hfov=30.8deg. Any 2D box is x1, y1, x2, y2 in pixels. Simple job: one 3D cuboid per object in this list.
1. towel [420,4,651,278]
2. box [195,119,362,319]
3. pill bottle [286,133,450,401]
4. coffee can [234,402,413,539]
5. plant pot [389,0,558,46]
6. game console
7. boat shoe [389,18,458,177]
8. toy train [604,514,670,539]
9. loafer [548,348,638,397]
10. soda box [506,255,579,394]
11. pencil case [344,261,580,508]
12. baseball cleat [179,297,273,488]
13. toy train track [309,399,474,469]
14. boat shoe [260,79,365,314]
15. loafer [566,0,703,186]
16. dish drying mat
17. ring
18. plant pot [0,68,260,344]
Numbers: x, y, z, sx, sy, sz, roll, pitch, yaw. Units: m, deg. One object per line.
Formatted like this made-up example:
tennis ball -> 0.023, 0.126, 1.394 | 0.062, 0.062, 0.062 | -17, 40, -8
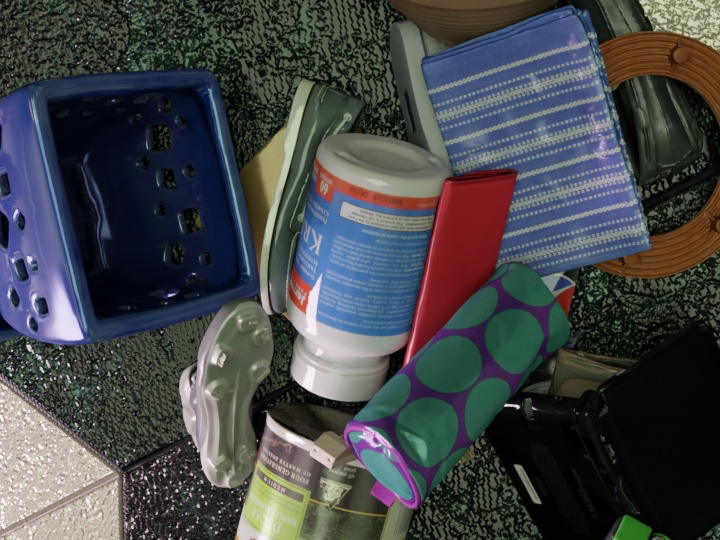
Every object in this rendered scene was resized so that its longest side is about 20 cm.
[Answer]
towel -> 0.138, -0.093, 1.035 | 0.143, 0.024, 0.202 | -15, 100, 24
box -> -0.023, -0.031, 1.155 | 0.163, 0.021, 0.200 | -45, 88, 7
pill bottle -> 0.000, 0.000, 1.066 | 0.111, 0.112, 0.202 | 14, 112, 5
coffee can -> -0.035, 0.233, 1.118 | 0.145, 0.146, 0.203 | 16, 96, 5
plant pot -> 0.095, -0.248, 1.067 | 0.198, 0.202, 0.093 | -1, 133, 6
game console -> 0.216, 0.143, 1.087 | 0.174, 0.117, 0.201 | 3, 134, 42
boat shoe -> 0.077, -0.118, 1.108 | 0.065, 0.074, 0.203 | -11, 90, -12
toy train -> 0.205, 0.276, 1.098 | 0.056, 0.042, 0.201 | 28, 136, 12
loafer -> 0.257, 0.094, 1.115 | 0.197, 0.072, 0.064 | -2, 87, 9
soda box -> 0.144, 0.027, 1.117 | 0.062, 0.071, 0.203 | 13, 96, 0
pencil case -> 0.078, 0.087, 1.006 | 0.085, 0.093, 0.200 | 38, 64, 19
baseball cleat -> -0.124, 0.091, 1.117 | 0.069, 0.107, 0.202 | -10, 128, -30
toy train track -> 0.028, 0.123, 1.077 | 0.114, 0.199, 0.033 | 31, 112, 27
boat shoe -> -0.042, -0.057, 1.107 | 0.061, 0.073, 0.203 | 12, 96, 3
loafer -> 0.215, -0.167, 1.092 | 0.070, 0.068, 0.202 | -29, 95, -10
dish drying mat -> 0.075, 0.015, 1.053 | 0.018, 0.076, 0.202 | 37, 126, 43
ring -> 0.237, -0.092, 1.065 | 0.198, 0.019, 0.203 | -1, 99, -8
plant pot -> -0.223, -0.048, 1.078 | 0.178, 0.199, 0.203 | -8, 95, 41
